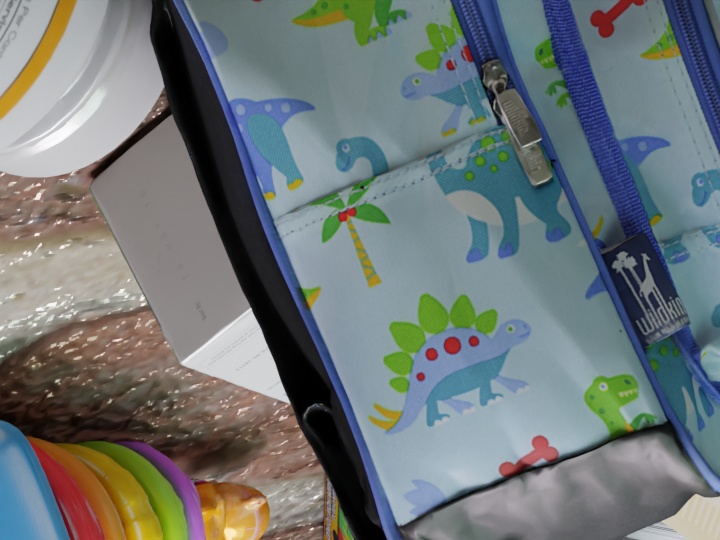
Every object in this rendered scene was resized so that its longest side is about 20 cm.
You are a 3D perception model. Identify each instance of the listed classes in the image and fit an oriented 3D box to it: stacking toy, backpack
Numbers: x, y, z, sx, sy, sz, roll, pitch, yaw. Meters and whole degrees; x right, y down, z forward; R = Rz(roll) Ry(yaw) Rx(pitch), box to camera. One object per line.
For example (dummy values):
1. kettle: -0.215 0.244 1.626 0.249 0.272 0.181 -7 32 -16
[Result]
1. stacking toy: -0.099 0.104 1.141 0.116 0.110 0.200 -28 170 34
2. backpack: 0.040 -0.034 0.789 0.147 0.200 0.183 -25 -179 9

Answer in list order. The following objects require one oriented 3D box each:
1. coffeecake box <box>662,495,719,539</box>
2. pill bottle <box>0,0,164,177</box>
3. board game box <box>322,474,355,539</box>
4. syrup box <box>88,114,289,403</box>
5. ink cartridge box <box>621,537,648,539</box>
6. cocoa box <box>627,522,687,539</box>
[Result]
1. coffeecake box: 0.120 -0.027 0.956 0.200 0.153 0.073 -49 164 -27
2. pill bottle: -0.130 -0.085 0.734 0.111 0.111 0.200 -37 153 17
3. board game box: 0.044 0.128 1.233 0.057 0.165 0.200 -22 153 -13
4. syrup box: 0.000 0.000 1.055 0.081 0.079 0.200 -38 153 17
5. ink cartridge box: 0.128 0.137 1.295 0.084 0.200 0.146 -13 150 -24
6. cocoa box: 0.167 0.018 1.143 0.133 0.131 0.200 11 155 10
